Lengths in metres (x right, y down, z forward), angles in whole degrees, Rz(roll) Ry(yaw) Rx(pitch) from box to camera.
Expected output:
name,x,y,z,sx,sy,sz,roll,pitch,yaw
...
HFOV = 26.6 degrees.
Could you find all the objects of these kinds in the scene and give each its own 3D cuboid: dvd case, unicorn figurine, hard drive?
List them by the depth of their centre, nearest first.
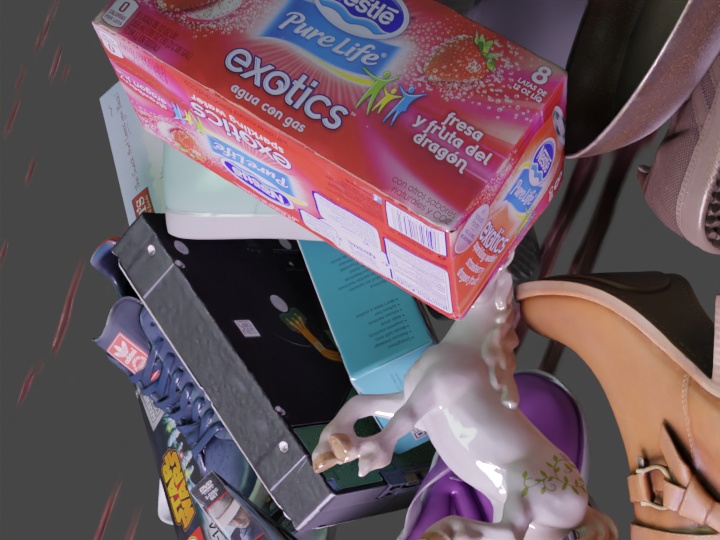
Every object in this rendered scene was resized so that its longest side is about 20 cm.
name,x,y,z,sx,sy,sz,roll,pitch,yaw
unicorn figurine,0.051,0.072,0.729,0.200,0.137,0.074,59,152,4
dvd case,-0.003,0.202,0.826,0.022,0.146,0.200,-44,55,-5
hard drive,-0.040,0.053,0.869,0.038,0.140,0.200,-48,66,24

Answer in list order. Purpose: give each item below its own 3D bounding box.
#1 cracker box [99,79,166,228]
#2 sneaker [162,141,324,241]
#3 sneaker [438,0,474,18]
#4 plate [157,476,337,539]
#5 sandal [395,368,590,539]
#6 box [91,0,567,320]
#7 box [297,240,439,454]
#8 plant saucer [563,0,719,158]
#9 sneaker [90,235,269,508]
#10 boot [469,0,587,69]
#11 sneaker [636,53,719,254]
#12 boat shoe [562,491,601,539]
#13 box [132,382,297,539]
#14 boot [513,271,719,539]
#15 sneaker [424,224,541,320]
name,x,y,z,sx,sy,sz,roll,pitch,yaw
cracker box,-0.082,-0.108,1.014,0.200,0.058,0.134,-34,60,32
sneaker,-0.022,-0.079,0.795,0.200,0.074,0.118,-1,104,24
sneaker,0.062,-0.183,0.759,0.075,0.200,0.115,58,159,17
plate,-0.067,0.081,1.021,0.199,0.032,0.200,0,86,52
sandal,0.057,0.124,0.760,0.082,0.203,0.050,20,147,22
box,-0.011,-0.078,0.702,0.200,0.100,0.096,31,72,19
box,0.000,0.000,0.870,0.049,0.082,0.200,-25,49,3
plant saucer,0.147,-0.140,0.705,0.200,0.032,0.200,-159,90,-82
sneaker,-0.114,0.060,0.925,0.075,0.084,0.200,-50,50,34
boot,0.075,-0.174,0.848,0.096,0.074,0.200,7,86,60
sneaker,0.178,-0.110,0.699,0.076,0.070,0.200,44,118,53
boat shoe,0.099,0.208,0.775,0.067,0.057,0.200,-15,75,50
box,-0.089,0.088,0.990,0.137,0.040,0.200,-49,51,38
boot,0.141,0.081,0.728,0.200,0.074,0.155,11,102,57
sneaker,0.035,-0.064,0.873,0.082,0.074,0.200,-34,59,41
